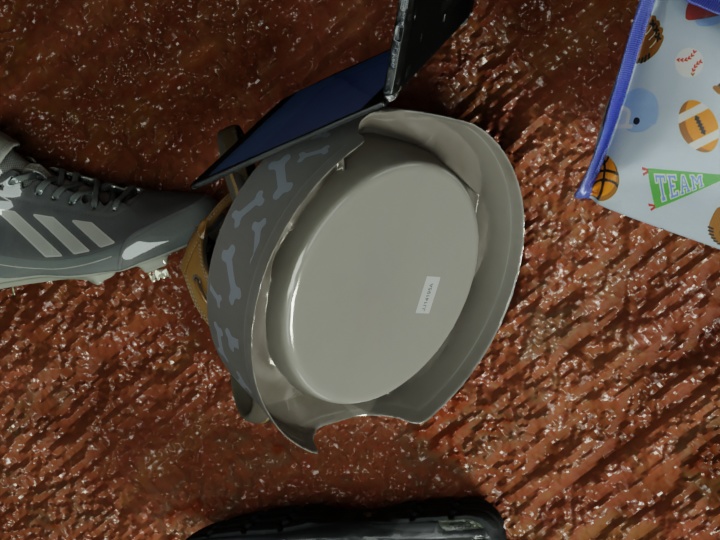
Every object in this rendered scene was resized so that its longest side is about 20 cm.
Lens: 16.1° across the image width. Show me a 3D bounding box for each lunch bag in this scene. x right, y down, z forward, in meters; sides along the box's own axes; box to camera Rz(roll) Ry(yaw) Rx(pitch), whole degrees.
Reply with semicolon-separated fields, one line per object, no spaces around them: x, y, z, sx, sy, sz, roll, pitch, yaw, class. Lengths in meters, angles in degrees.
0.223;-0.107;1.331;0.170;0.124;0.201;21;99;8;lunch bag

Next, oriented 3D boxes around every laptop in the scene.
-0.003;-0.150;1.346;0.103;0.177;0.201;14;113;10;laptop

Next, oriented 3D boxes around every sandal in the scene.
-0.076;0.009;1.453;0.054;0.082;0.200;-8;135;-10;sandal

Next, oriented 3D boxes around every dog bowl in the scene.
0.000;0.000;1.398;0.059;0.200;0.201;30;119;40;dog bowl

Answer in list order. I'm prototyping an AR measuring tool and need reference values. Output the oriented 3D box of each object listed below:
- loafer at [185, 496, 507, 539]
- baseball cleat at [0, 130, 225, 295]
-0.010;0.177;1.521;0.200;0.068;0.071;-3;99;13;loafer
-0.181;-0.039;1.495;0.199;0.070;0.107;-12;105;19;baseball cleat
